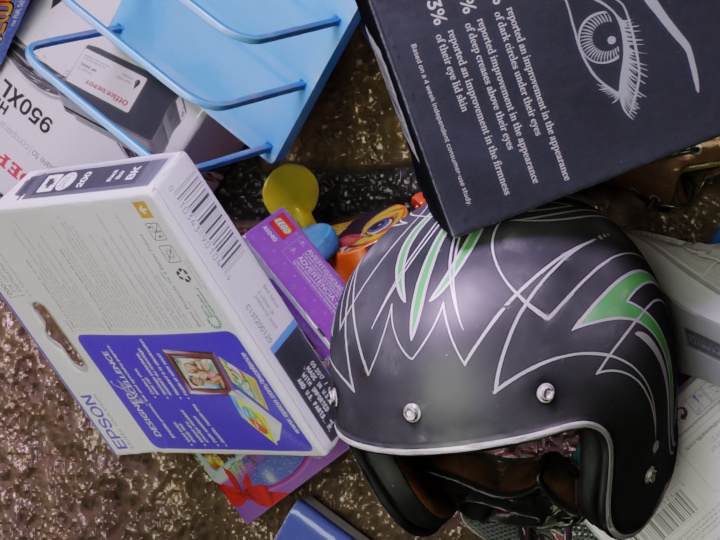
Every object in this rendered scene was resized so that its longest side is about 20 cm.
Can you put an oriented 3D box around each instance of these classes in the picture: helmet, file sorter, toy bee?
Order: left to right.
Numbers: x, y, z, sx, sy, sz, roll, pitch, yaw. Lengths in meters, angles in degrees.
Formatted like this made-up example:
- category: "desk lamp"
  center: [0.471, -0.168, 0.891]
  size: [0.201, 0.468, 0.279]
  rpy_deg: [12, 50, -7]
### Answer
- category: "file sorter"
  center: [-0.083, -0.172, 1.642]
  size: [0.139, 0.123, 0.200]
  rpy_deg: [39, 118, 18]
- category: "toy bee"
  center: [0.000, 0.000, 1.752]
  size: [0.200, 0.109, 0.131]
  rpy_deg: [18, 134, 35]
- category: "helmet"
  center: [0.076, 0.048, 1.555]
  size: [0.200, 0.200, 0.191]
  rpy_deg: [-7, 134, 26]

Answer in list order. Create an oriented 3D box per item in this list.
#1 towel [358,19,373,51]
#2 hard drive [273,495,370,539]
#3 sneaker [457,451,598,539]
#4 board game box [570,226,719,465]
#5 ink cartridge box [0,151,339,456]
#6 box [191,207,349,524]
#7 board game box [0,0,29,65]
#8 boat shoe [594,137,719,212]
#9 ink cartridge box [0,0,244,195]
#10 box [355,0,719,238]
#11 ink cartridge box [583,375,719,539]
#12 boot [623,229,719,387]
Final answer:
- category: "towel"
  center: [0.059, -0.124, 1.651]
  size: [0.049, 0.200, 0.112]
  rpy_deg: [-37, 111, -15]
- category: "hard drive"
  center: [0.011, 0.252, 1.797]
  size: [0.200, 0.025, 0.132]
  rpy_deg: [35, 108, 18]
- category: "sneaker"
  center: [0.134, 0.174, 1.682]
  size: [0.200, 0.075, 0.081]
  rpy_deg: [28, 145, 31]
- category: "board game box"
  center: [0.236, 0.072, 1.663]
  size: [0.152, 0.045, 0.200]
  rpy_deg: [37, 109, 18]
- category: "ink cartridge box"
  center: [-0.124, 0.025, 1.688]
  size: [0.200, 0.043, 0.198]
  rpy_deg: [-4, 127, 46]
- category: "box"
  center: [-0.058, 0.061, 1.742]
  size: [0.137, 0.039, 0.200]
  rpy_deg: [52, 144, 1]
- category: "board game box"
  center: [-0.250, -0.240, 1.808]
  size: [0.135, 0.034, 0.200]
  rpy_deg: [-61, 43, 34]
- category: "boat shoe"
  center: [0.172, -0.067, 1.666]
  size: [0.200, 0.072, 0.068]
  rpy_deg: [-20, 85, 26]
- category: "ink cartridge box"
  center: [-0.144, -0.115, 1.805]
  size: [0.145, 0.084, 0.200]
  rpy_deg: [40, 110, 18]
- category: "box"
  center: [0.107, -0.129, 1.498]
  size: [0.200, 0.104, 0.148]
  rpy_deg: [-20, 112, -2]
- category: "ink cartridge box"
  center: [0.222, 0.162, 1.611]
  size: [0.119, 0.042, 0.200]
  rpy_deg: [-41, 74, -1]
- category: "boot"
  center: [0.215, 0.014, 1.609]
  size: [0.200, 0.096, 0.074]
  rpy_deg: [35, 146, 46]
